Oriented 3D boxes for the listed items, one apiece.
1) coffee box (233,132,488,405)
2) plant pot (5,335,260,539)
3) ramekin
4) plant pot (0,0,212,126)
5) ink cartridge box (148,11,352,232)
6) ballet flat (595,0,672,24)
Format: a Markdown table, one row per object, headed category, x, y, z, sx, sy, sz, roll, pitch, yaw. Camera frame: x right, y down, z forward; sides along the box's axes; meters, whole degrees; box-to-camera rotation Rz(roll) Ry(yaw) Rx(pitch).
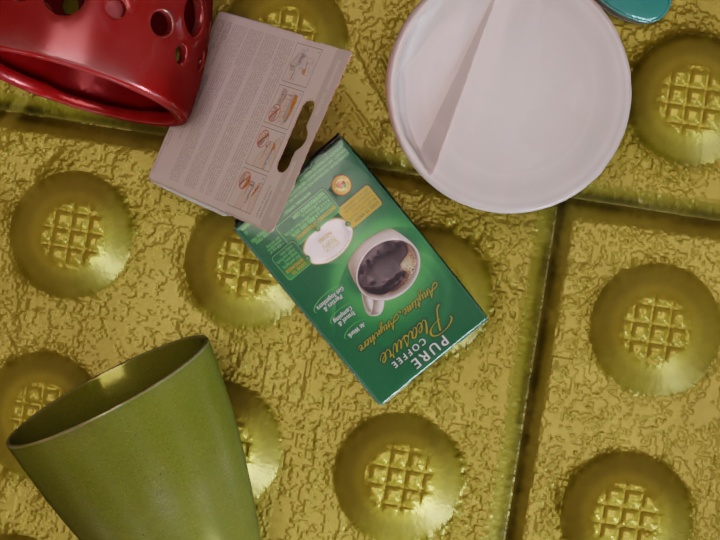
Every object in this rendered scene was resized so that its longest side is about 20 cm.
| category | x | y | z | sx | sy | sz | roll | pitch | yaw |
| --- | --- | --- | --- | --- | --- | --- | --- | --- | --- |
| coffee box | 0.000 | 0.000 | 1.574 | 0.123 | 0.044 | 0.200 | -40 | 99 | 2 |
| plant pot | -0.165 | 0.186 | 1.555 | 0.186 | 0.187 | 0.201 | -26 | 100 | 5 |
| ramekin | 0.116 | -0.151 | 1.547 | 0.201 | 0.094 | 0.204 | -1 | 97 | -6 |
| plant pot | -0.212 | -0.234 | 1.558 | 0.199 | 0.200 | 0.183 | 17 | 83 | 7 |
| ink cartridge box | -0.082 | -0.120 | 1.551 | 0.200 | 0.050 | 0.162 | 23 | 90 | 48 |
| ballet flat | 0.182 | -0.279 | 1.569 | 0.200 | 0.064 | 0.067 | 31 | 106 | -26 |
